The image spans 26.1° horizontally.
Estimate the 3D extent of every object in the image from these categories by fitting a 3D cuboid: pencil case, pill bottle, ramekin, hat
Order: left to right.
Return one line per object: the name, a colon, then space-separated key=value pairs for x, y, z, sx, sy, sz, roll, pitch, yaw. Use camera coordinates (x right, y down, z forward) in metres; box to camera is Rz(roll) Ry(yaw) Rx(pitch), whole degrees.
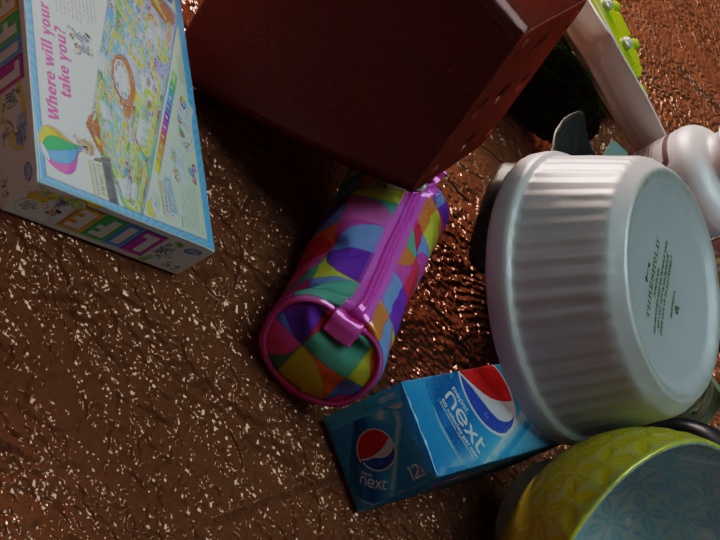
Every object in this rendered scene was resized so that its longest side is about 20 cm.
pencil case: x=0.000 y=0.000 z=1.003 sx=0.089 sy=0.088 sz=0.201 roll=50 pitch=33 yaw=-18
hat: x=0.128 y=-0.025 z=1.197 sx=0.200 sy=0.080 sz=0.203 roll=6 pitch=90 yaw=-70
ramekin: x=0.173 y=0.015 z=1.057 sx=0.202 sy=0.093 sz=0.205 roll=16 pitch=71 yaw=-54
pill bottle: x=0.262 y=-0.051 z=1.324 sx=0.113 sy=0.199 sz=0.114 roll=36 pitch=39 yaw=-36

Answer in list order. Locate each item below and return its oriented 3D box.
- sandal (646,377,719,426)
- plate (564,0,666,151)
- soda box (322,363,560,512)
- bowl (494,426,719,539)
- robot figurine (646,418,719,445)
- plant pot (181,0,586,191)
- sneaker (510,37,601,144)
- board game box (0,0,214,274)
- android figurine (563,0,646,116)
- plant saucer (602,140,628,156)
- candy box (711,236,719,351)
sandal: x=0.267 y=0.111 z=1.304 sx=0.200 sy=0.080 sz=0.058 roll=19 pitch=29 yaw=-54
plate: x=0.214 y=-0.194 z=1.406 sx=0.200 sy=0.032 sz=0.201 roll=50 pitch=12 yaw=-44
soda box: x=0.064 y=0.105 z=1.029 sx=0.199 sy=0.067 sz=0.065 roll=-4 pitch=70 yaw=-57
bowl: x=0.154 y=0.184 z=1.041 sx=0.199 sy=0.202 sz=0.107 roll=28 pitch=1 yaw=-43
robot figurine: x=0.272 y=0.184 z=1.225 sx=0.199 sy=0.124 sz=0.152 roll=23 pitch=47 yaw=-47
plant pot: x=0.028 y=-0.170 z=1.017 sx=0.176 sy=0.201 sz=0.200 roll=42 pitch=30 yaw=8
sneaker: x=0.159 y=-0.204 z=1.411 sx=0.201 sy=0.078 sz=0.085 roll=57 pitch=30 yaw=-7
board game box: x=-0.153 y=-0.109 z=0.905 sx=0.134 sy=0.034 sz=0.202 roll=24 pitch=48 yaw=-47
android figurine: x=0.236 y=-0.243 z=1.599 sx=0.199 sy=0.041 sz=0.184 roll=-18 pitch=82 yaw=-58
plant saucer: x=0.192 y=0.002 z=1.240 sx=0.070 sy=0.019 sz=0.202 roll=-50 pitch=145 yaw=-61
candy box: x=0.280 y=0.031 z=1.303 sx=0.200 sy=0.116 sz=0.057 roll=44 pitch=28 yaw=-69
